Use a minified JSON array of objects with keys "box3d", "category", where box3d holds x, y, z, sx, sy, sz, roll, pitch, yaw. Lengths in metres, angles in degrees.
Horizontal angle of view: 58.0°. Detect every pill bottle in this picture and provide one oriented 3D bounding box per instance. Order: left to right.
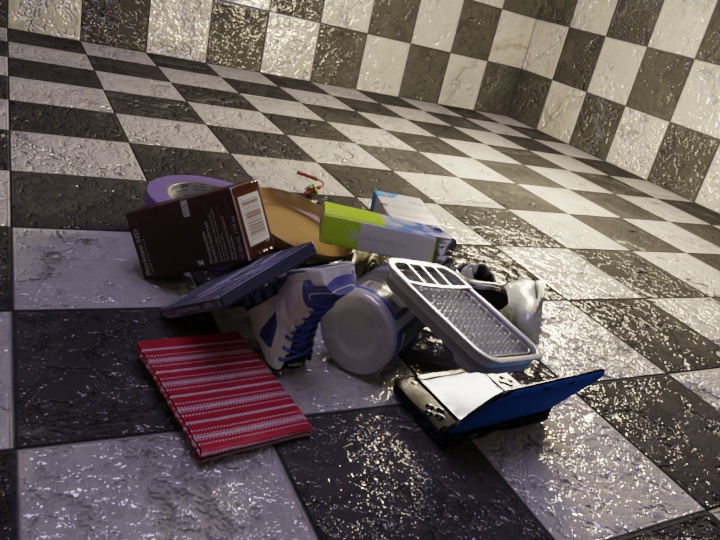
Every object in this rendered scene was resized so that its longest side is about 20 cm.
[{"box3d":[0.036,0.055,0.915,0.111,0.117,0.199,23,24,20],"category":"pill bottle"}]

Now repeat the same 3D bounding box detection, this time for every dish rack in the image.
[{"box3d":[0.124,0.062,0.826,0.169,0.044,0.200,7,30,-52],"category":"dish rack"}]

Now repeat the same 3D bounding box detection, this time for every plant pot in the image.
[{"box3d":[-0.101,-0.070,1.048,0.195,0.028,0.202,23,25,-11],"category":"plant pot"}]

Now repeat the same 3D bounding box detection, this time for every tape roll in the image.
[{"box3d":[-0.261,-0.084,1.084,0.193,0.087,0.201,12,22,-5],"category":"tape roll"}]

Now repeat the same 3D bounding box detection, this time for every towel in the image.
[{"box3d":[-0.159,0.134,0.738,0.142,0.023,0.199,-2,30,-39],"category":"towel"}]

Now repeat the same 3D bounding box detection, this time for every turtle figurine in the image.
[{"box3d":[-0.069,-0.090,1.223,0.200,0.064,0.162,46,26,-13],"category":"turtle figurine"}]

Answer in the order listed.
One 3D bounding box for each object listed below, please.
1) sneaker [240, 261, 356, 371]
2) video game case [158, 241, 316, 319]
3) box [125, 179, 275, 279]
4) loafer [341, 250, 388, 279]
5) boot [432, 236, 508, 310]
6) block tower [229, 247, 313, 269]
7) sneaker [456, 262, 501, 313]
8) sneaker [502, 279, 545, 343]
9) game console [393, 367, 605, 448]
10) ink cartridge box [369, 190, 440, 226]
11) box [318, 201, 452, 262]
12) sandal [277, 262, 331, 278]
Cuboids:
[{"box3d":[-0.074,0.061,0.808,0.079,0.119,0.196,-10,-4,-44],"category":"sneaker"},{"box3d":[-0.159,0.015,0.820,0.141,0.019,0.197,-33,14,-35],"category":"video game case"},{"box3d":[-0.227,-0.057,0.916,0.195,0.103,0.075,-9,12,28],"category":"box"},{"box3d":[0.000,0.000,1.077,0.066,0.078,0.201,-5,24,17],"category":"loafer"},{"box3d":[0.145,-0.004,1.056,0.193,0.069,0.133,2,53,17],"category":"boot"},{"box3d":[-0.134,-0.012,1.039,0.057,0.056,0.199,22,24,20],"category":"block tower"},{"box3d":[0.195,0.019,1.133,0.072,0.091,0.200,2,25,-23],"category":"sneaker"},{"box3d":[0.272,0.067,1.109,0.078,0.079,0.200,8,16,15],"category":"sneaker"},{"box3d":[0.168,0.137,0.809,0.195,0.122,0.170,-2,28,-35],"category":"game console"},{"box3d":[0.091,-0.094,1.344,0.112,0.069,0.201,9,23,-14],"category":"ink cartridge box"},{"box3d":[0.034,-0.058,1.004,0.193,0.049,0.122,12,13,-6],"category":"box"},{"box3d":[-0.093,0.016,0.964,0.047,0.077,0.198,-25,-8,40],"category":"sandal"}]
